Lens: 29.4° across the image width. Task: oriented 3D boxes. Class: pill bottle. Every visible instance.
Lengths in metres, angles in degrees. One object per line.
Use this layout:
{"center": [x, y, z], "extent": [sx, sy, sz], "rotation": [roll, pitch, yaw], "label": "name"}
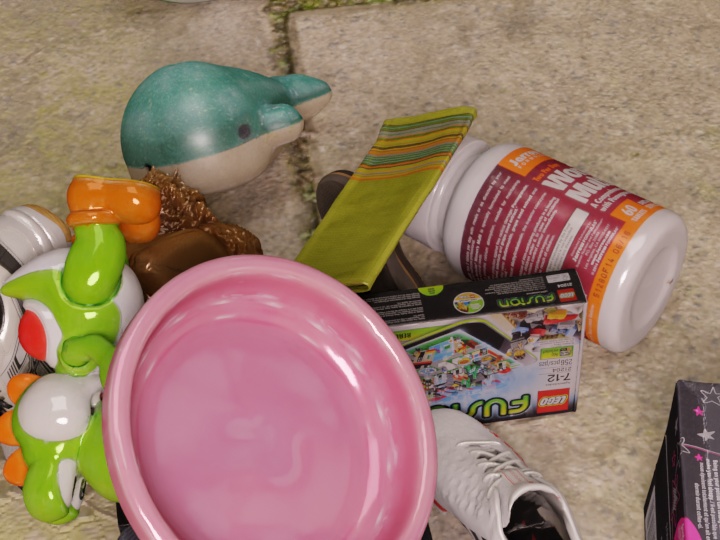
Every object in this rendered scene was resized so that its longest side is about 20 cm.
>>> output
{"center": [0.131, -0.028, 1.019], "extent": [0.199, 0.110, 0.109], "rotation": [28, 51, 28], "label": "pill bottle"}

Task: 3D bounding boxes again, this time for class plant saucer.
{"center": [-0.052, 0.093, 0.753], "extent": [0.199, 0.051, 0.202], "rotation": [15, 61, -28], "label": "plant saucer"}

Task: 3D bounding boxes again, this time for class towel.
{"center": [0.013, -0.051, 0.974], "extent": [0.086, 0.018, 0.201], "rotation": [-10, 34, 38], "label": "towel"}

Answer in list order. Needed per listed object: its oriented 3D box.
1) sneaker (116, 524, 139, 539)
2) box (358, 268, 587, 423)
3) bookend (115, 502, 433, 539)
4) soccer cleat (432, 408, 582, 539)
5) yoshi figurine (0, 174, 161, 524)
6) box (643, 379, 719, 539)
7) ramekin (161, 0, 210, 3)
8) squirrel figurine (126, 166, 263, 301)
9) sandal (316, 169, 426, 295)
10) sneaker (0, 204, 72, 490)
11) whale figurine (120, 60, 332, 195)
{"center": [-0.080, 0.231, 0.738], "extent": [0.200, 0.082, 0.070], "rotation": [49, 28, 15], "label": "sneaker"}
{"center": [0.050, 0.060, 0.931], "extent": [0.198, 0.111, 0.035], "rotation": [-7, 43, -3], "label": "box"}
{"center": [-0.059, 0.166, 0.839], "extent": [0.197, 0.093, 0.201], "rotation": [-11, 45, -5], "label": "bookend"}
{"center": [0.092, 0.145, 0.855], "extent": [0.068, 0.086, 0.200], "rotation": [-19, 46, -15], "label": "soccer cleat"}
{"center": [-0.143, 0.052, 0.815], "extent": [0.111, 0.112, 0.202], "rotation": [-3, 75, 41], "label": "yoshi figurine"}
{"center": [0.228, 0.183, 0.773], "extent": [0.114, 0.133, 0.201], "rotation": [6, 44, 5], "label": "box"}
{"center": [-0.167, -0.356, 1.329], "extent": [0.198, 0.201, 0.098], "rotation": [-12, 51, -9], "label": "ramekin"}
{"center": [-0.174, 0.012, 1.005], "extent": [0.185, 0.143, 0.200], "rotation": [8, 29, 27], "label": "squirrel figurine"}
{"center": [0.000, 0.000, 1.025], "extent": [0.054, 0.082, 0.201], "rotation": [-12, 51, -17], "label": "sandal"}
{"center": [-0.232, 0.060, 0.884], "extent": [0.075, 0.202, 0.087], "rotation": [13, 23, 35], "label": "sneaker"}
{"center": [-0.112, -0.135, 1.143], "extent": [0.158, 0.105, 0.200], "rotation": [1, 26, 42], "label": "whale figurine"}
